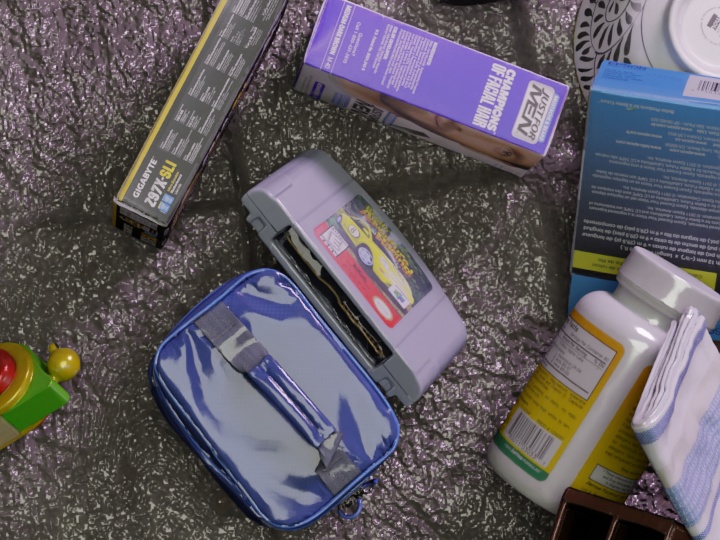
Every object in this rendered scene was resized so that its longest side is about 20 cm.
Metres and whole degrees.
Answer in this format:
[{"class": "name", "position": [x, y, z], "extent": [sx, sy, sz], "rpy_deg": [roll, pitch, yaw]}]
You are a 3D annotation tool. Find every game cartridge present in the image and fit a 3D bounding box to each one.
[{"class": "game cartridge", "position": [0.000, 0.000, 1.673], "extent": [0.041, 0.133, 0.200], "rpy_deg": [-38, 92, 24]}]

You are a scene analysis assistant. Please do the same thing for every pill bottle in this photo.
[{"class": "pill bottle", "position": [0.192, 0.087, 1.667], "extent": [0.113, 0.113, 0.200], "rpy_deg": [30, 98, -2]}]

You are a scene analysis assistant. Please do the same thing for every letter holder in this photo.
[{"class": "letter holder", "position": [0.220, 0.263, 1.626], "extent": [0.200, 0.100, 0.143], "rpy_deg": [29, 79, -47]}]

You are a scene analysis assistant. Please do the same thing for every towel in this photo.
[{"class": "towel", "position": [0.262, 0.143, 1.584], "extent": [0.200, 0.024, 0.147], "rpy_deg": [59, 36, -21]}]

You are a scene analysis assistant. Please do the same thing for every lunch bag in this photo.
[{"class": "lunch bag", "position": [-0.064, 0.105, 1.651], "extent": [0.136, 0.132, 0.200], "rpy_deg": [-40, 89, -8]}]

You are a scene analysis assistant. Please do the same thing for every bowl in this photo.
[{"class": "bowl", "position": [0.275, -0.184, 1.738], "extent": [0.200, 0.094, 0.202], "rpy_deg": [1, 84, -5]}]

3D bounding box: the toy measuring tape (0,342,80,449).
[{"class": "toy measuring tape", "position": [-0.300, 0.110, 1.669], "extent": [0.200, 0.074, 0.074], "rpy_deg": [-31, 88, 9]}]

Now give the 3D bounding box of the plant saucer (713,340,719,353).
[{"class": "plant saucer", "position": [0.358, 0.017, 1.756], "extent": [0.199, 0.034, 0.201], "rpy_deg": [1, 84, -7]}]

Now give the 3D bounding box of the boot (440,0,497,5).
[{"class": "boot", "position": [0.148, -0.297, 1.722], "extent": [0.199, 0.077, 0.139], "rpy_deg": [-8, 80, 15]}]

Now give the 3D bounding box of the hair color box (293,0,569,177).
[{"class": "hair color box", "position": [0.052, -0.142, 1.702], "extent": [0.199, 0.109, 0.065], "rpy_deg": [19, 82, -3]}]

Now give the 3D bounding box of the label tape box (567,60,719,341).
[{"class": "label tape box", "position": [0.243, -0.053, 1.706], "extent": [0.143, 0.066, 0.201], "rpy_deg": [9, 120, 11]}]

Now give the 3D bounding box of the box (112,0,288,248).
[{"class": "box", "position": [-0.122, -0.120, 1.656], "extent": [0.049, 0.160, 0.201], "rpy_deg": [28, 83, -2]}]
